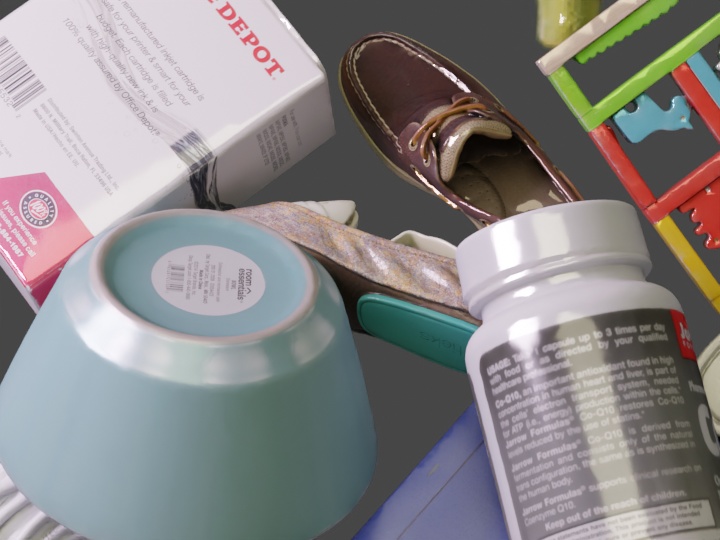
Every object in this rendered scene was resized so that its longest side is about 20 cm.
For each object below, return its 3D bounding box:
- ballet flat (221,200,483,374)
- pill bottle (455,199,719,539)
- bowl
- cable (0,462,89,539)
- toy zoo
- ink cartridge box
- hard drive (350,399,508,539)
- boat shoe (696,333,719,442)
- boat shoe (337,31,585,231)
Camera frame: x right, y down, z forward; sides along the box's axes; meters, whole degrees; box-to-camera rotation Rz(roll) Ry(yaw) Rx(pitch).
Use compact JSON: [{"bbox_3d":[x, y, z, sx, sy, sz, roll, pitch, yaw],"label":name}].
[{"bbox_3d":[0.000,0.000,1.406,0.199,0.068,0.067,21,51,11],"label":"ballet flat"},{"bbox_3d":[0.117,0.074,1.294,0.113,0.114,0.201,-13,75,-1],"label":"pill bottle"},{"bbox_3d":[-0.084,0.043,1.317,0.200,0.105,0.201,6,36,-4],"label":"bowl"},{"bbox_3d":[-0.131,0.180,1.337,0.200,0.069,0.200,-33,70,-10],"label":"cable"},{"bbox_3d":[0.204,-0.069,1.394,0.131,0.020,0.200,-36,92,2],"label":"toy zoo"},{"bbox_3d":[-0.133,-0.085,1.433,0.200,0.084,0.145,-36,70,-9],"label":"ink cartridge box"},{"bbox_3d":[0.107,0.163,1.346,0.200,0.025,0.132,38,76,18],"label":"hard drive"},{"bbox_3d":[0.252,0.019,1.364,0.200,0.060,0.074,-42,83,-4],"label":"boat shoe"},{"bbox_3d":[0.062,-0.066,1.416,0.072,0.072,0.200,-37,70,-10],"label":"boat shoe"}]
